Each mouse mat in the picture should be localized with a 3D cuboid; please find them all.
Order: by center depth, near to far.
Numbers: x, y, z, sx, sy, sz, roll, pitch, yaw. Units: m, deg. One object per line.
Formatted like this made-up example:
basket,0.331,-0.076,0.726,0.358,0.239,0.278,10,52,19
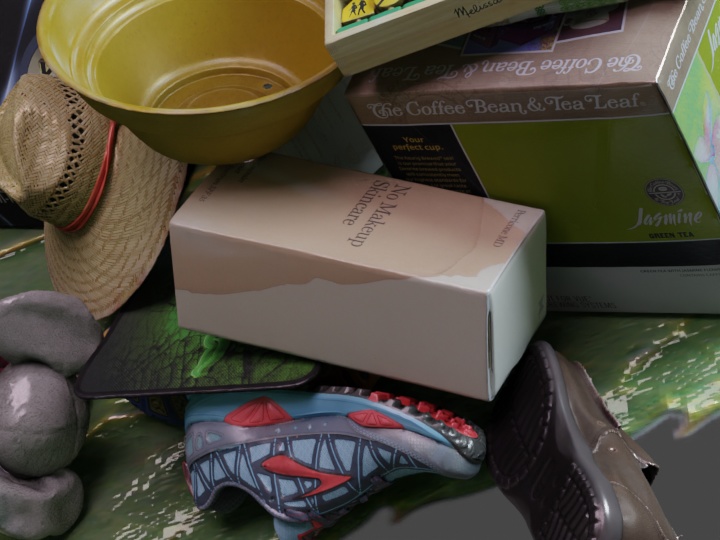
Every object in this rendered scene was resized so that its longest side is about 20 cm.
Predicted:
mouse mat,-0.072,0.014,1.689,0.160,0.008,0.200,-5,32,23

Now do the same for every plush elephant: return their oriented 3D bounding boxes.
plush elephant,-0.230,0.075,1.730,0.200,0.154,0.166,-91,18,-78

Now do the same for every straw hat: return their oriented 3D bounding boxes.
straw hat,-0.188,-0.075,1.730,0.201,0.085,0.202,-28,55,50

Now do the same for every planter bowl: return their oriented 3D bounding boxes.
planter bowl,-0.083,-0.120,1.629,0.199,0.084,0.201,-4,41,3

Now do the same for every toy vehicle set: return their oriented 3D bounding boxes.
toy vehicle set,0.075,-0.187,1.541,0.199,0.027,0.125,-19,41,16

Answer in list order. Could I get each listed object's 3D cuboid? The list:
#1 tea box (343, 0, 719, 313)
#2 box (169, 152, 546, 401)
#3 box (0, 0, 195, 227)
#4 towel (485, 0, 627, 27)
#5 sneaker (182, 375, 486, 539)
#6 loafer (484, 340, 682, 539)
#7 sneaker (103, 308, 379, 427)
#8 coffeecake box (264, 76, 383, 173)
tea box,0.131,-0.085,1.614,0.199,0.197,0.134,1,51,31
box,0.000,0.000,1.599,0.199,0.078,0.095,12,37,20
box,-0.203,-0.117,1.930,0.199,0.086,0.164,3,53,33
towel,0.115,-0.199,1.565,0.199,0.031,0.150,-9,42,23
sneaker,-0.015,0.116,1.616,0.199,0.079,0.096,3,84,35
loafer,0.122,0.114,1.540,0.073,0.071,0.200,-58,24,24
sneaker,-0.064,0.043,1.719,0.199,0.076,0.088,-1,34,26
coffeecake box,-0.012,-0.151,1.794,0.200,0.154,0.073,-42,40,-11
